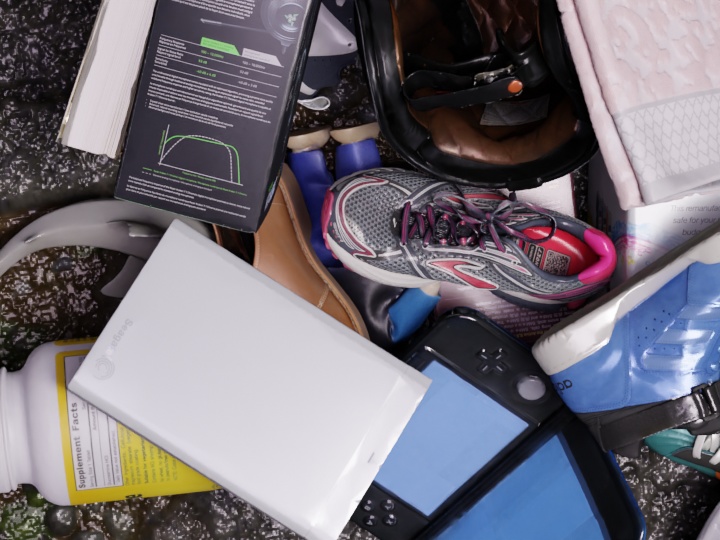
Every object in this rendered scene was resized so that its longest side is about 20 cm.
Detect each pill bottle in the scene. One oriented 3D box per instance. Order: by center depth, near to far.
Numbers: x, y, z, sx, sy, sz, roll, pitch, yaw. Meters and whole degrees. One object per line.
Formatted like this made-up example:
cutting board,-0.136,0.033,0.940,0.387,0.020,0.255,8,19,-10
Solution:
pill bottle,-0.163,0.099,1.473,0.199,0.112,0.113,-5,99,-5

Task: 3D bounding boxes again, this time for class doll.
doll,0.000,0.000,1.495,0.136,0.048,0.201,-5,100,28

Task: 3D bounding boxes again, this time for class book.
book,-0.144,-0.178,1.425,0.048,0.134,0.201,16,97,-5

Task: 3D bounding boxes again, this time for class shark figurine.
shark figurine,-0.174,-0.017,1.470,0.214,0.090,0.129,-3,97,-8

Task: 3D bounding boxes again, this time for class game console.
game console,0.067,0.154,1.463,0.171,0.118,0.200,34,122,-18

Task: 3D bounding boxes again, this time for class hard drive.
hard drive,-0.072,0.075,1.414,0.200,0.026,0.132,32,80,-2

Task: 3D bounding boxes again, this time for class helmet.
helmet,0.086,-0.171,1.388,0.199,0.200,0.191,8,59,-7

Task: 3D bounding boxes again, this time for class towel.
towel,0.199,-0.140,1.328,0.200,0.032,0.192,-13,86,-46

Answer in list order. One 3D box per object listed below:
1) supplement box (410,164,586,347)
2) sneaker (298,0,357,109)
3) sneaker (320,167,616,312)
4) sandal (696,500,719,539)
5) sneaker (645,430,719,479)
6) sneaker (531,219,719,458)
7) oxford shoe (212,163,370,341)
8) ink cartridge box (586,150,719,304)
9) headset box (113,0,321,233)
supplement box,0.097,-0.009,1.512,0.108,0.061,0.201,-7,98,-4
sneaker,-0.021,-0.199,1.463,0.129,0.079,0.200,25,95,-10
sneaker,0.072,-0.027,1.425,0.199,0.075,0.081,10,78,-12
sandal,0.246,0.222,1.557,0.079,0.059,0.207,16,115,-20
sneaker,0.292,0.128,1.542,0.199,0.080,0.072,17,100,-9
sneaker,0.220,0.041,1.375,0.200,0.077,0.111,-33,91,7
oxford shoe,-0.054,0.023,1.467,0.071,0.071,0.200,-31,84,40
ink cartridge box,0.236,-0.016,1.483,0.145,0.145,0.201,0,99,-5
headset box,-0.077,-0.147,1.349,0.092,0.174,0.201,14,105,-1
